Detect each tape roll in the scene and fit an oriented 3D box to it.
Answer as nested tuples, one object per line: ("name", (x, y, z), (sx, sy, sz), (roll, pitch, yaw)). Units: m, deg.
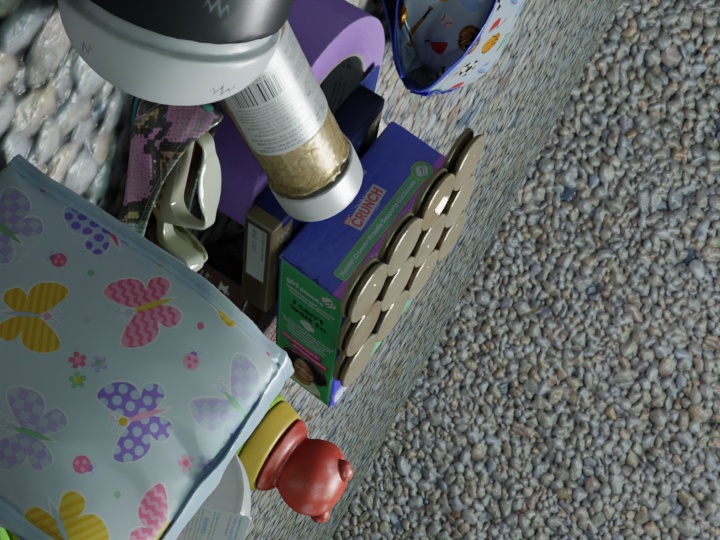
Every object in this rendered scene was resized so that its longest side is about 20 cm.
("tape roll", (-0.058, -0.131, 0.887), (0.201, 0.065, 0.201), (-56, 167, -20))

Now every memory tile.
("memory tile", (0.038, -0.010, 0.866), (0.201, 0.017, 0.154), (-51, 163, -29))

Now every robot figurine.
("robot figurine", (-0.084, -0.182, 0.531), (0.126, 0.148, 0.202), (-80, -171, -54))

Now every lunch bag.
("lunch bag", (-0.161, 0.067, 0.604), (0.171, 0.198, 0.128), (-55, 167, -20))
("lunch bag", (0.100, -0.275, 1.065), (0.170, 0.122, 0.203), (-31, 142, -67))

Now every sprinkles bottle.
("sprinkles bottle", (-0.060, -0.119, 0.722), (0.069, 0.068, 0.201), (-54, 143, -21))

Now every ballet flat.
("ballet flat", (-0.136, -0.041, 0.759), (0.069, 0.071, 0.202), (-43, 159, -49))

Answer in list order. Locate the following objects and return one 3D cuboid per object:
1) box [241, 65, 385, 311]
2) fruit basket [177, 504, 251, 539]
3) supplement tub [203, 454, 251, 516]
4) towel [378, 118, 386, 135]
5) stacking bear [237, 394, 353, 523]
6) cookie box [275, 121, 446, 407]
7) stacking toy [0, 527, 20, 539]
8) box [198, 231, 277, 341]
("box", (-0.031, -0.072, 0.907), (0.201, 0.032, 0.122), (-54, 167, -30))
("fruit basket", (-0.193, 0.209, 0.821), (0.095, 0.197, 0.187), (-87, -168, -48))
("supplement tub", (-0.176, 0.223, 0.984), (0.145, 0.143, 0.200), (-53, 175, -27))
("towel", (0.008, -0.078, 1.171), (0.133, 0.034, 0.201), (-56, 137, -23))
("stacking bear", (-0.101, 0.177, 1.105), (0.123, 0.198, 0.114), (-61, 168, 9))
("cookie box", (0.000, 0.000, 0.947), (0.172, 0.075, 0.201), (-51, 165, -27))
("stacking toy", (-0.231, 0.168, 0.663), (0.199, 0.085, 0.086), (-29, 150, -41))
("box", (-0.107, 0.022, 1.028), (0.101, 0.074, 0.200), (-64, 169, 20))
